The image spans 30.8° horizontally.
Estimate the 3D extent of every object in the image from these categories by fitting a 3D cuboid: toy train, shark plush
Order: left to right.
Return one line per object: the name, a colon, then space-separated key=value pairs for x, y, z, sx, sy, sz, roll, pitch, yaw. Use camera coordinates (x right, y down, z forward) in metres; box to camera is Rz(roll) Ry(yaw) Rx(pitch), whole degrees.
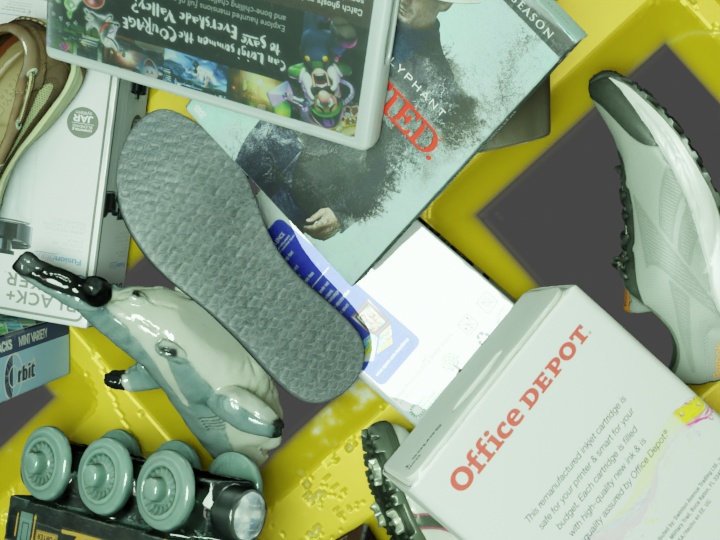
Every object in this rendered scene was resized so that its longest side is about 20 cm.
toy train: x=-0.139 y=0.159 z=0.796 sx=0.199 sy=0.085 sz=0.114 roll=4 pitch=86 yaw=37
shark plush: x=-0.123 y=0.059 z=0.789 sx=0.200 sy=0.091 sz=0.083 roll=29 pitch=128 yaw=-31

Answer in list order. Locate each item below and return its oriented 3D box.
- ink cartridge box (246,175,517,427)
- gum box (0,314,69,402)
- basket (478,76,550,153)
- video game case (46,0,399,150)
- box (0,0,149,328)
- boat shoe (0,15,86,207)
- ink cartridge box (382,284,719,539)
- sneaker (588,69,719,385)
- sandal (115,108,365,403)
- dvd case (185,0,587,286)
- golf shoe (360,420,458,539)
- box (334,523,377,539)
ink cartridge box: x=0.000 y=0.000 z=0.814 sx=0.200 sy=0.039 sz=0.100 roll=42 pitch=99 yaw=2
gum box: x=-0.301 y=0.053 z=0.794 sx=0.199 sy=0.170 sz=0.045 roll=0 pitch=94 yaw=8
basket: x=0.039 y=-0.167 z=0.750 sx=0.180 sy=0.136 sz=0.201 roll=-14 pitch=99 yaw=-16
video game case: x=-0.071 y=-0.172 z=0.671 sx=0.199 sy=0.023 sz=0.182 roll=18 pitch=120 yaw=15
box: x=-0.201 y=-0.071 z=0.826 sx=0.116 sy=0.060 sz=0.201 roll=10 pitch=96 yaw=8
boat shoe: x=-0.243 y=-0.063 z=0.764 sx=0.075 sy=0.075 sz=0.203 roll=34 pitch=99 yaw=5
ink cartridge box: x=0.134 y=0.125 z=0.747 sx=0.200 sy=0.084 sz=0.145 roll=41 pitch=81 yaw=-7
sneaker: x=0.177 y=-0.024 z=0.770 sx=0.079 sy=0.074 sz=0.201 roll=-24 pitch=91 yaw=14
sandal: x=-0.078 y=-0.003 z=0.780 sx=0.076 sy=0.043 sz=0.200 roll=-37 pitch=99 yaw=-9
dvd case: x=0.005 y=-0.105 z=0.697 sx=0.146 sy=0.022 sz=0.200 roll=47 pitch=124 yaw=5
golf shoe: x=0.069 y=0.172 z=0.810 sx=0.088 sy=0.077 sz=0.200 roll=-30 pitch=92 yaw=-11
box: x=-0.021 y=0.293 z=0.767 sx=0.166 sy=0.164 sz=0.200 roll=-29 pitch=94 yaw=8
